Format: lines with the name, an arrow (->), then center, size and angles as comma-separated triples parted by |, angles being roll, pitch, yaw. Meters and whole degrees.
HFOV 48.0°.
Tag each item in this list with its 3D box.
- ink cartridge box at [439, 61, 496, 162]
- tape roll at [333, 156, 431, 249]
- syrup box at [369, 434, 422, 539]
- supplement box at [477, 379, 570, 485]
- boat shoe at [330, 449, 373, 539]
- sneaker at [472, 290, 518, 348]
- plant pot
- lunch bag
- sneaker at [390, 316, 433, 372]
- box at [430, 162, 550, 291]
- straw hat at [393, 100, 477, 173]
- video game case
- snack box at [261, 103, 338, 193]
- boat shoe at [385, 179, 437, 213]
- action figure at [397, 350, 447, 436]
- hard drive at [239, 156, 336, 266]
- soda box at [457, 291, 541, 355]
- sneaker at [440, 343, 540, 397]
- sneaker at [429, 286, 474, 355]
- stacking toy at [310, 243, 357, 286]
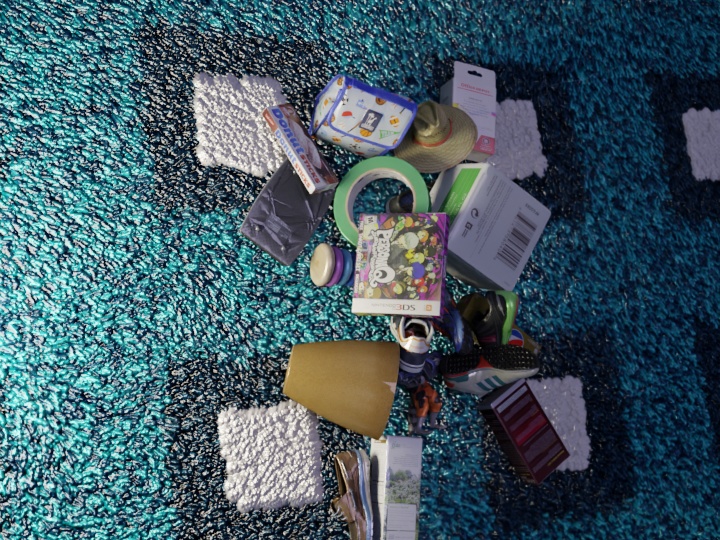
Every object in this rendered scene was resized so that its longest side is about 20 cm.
ink cartridge box -> 0.242, -0.360, 1.837 | 0.115, 0.067, 0.203 | 9, 77, -22
tape roll -> 0.045, -0.130, 1.654 | 0.197, 0.048, 0.204 | -3, 77, 12
syrup box -> 0.066, 0.426, 1.584 | 0.078, 0.081, 0.203 | 9, 75, -22
supplement box -> 0.351, 0.344, 1.738 | 0.108, 0.061, 0.202 | -32, 92, -25
boat shoe -> -0.020, 0.449, 1.554 | 0.071, 0.072, 0.203 | 2, 68, -18
sneaker -> 0.268, 0.125, 1.668 | 0.083, 0.203, 0.077 | 17, 26, 14
plant pot -> -0.043, 0.211, 1.545 | 0.197, 0.187, 0.189 | 12, 74, -5
lunch bag -> 0.003, -0.316, 1.649 | 0.168, 0.200, 0.126 | 17, 72, -20
sneaker -> 0.106, 0.114, 1.609 | 0.077, 0.201, 0.080 | 9, 117, -9
box -> 0.243, -0.090, 1.687 | 0.199, 0.171, 0.201 | 33, 81, -24
straw hat -> 0.146, -0.309, 1.713 | 0.198, 0.085, 0.203 | -10, 52, 12
video game case -> 0.078, -0.011, 1.568 | 0.179, 0.036, 0.203 | 2, 79, 20
snack box -> -0.122, -0.249, 1.643 | 0.071, 0.024, 0.201 | -20, 74, -45
boat shoe -> 0.147, -0.156, 1.757 | 0.198, 0.057, 0.069 | -21, 88, -26
action figure -> 0.102, 0.235, 1.628 | 0.199, 0.104, 0.196 | 0, 71, -55
hard drive -> -0.147, -0.119, 1.627 | 0.134, 0.042, 0.201 | 36, 66, -13
soda box -> 0.291, 0.136, 1.754 | 0.199, 0.064, 0.068 | 39, 67, -11
sneaker -> 0.263, 0.208, 1.635 | 0.197, 0.094, 0.071 | -7, 43, 9
sneaker -> 0.174, 0.106, 1.667 | 0.078, 0.201, 0.076 | -32, 129, 7
stacking toy -> 0.000, 0.000, 1.655 | 0.198, 0.085, 0.087 | 9, 75, -29
